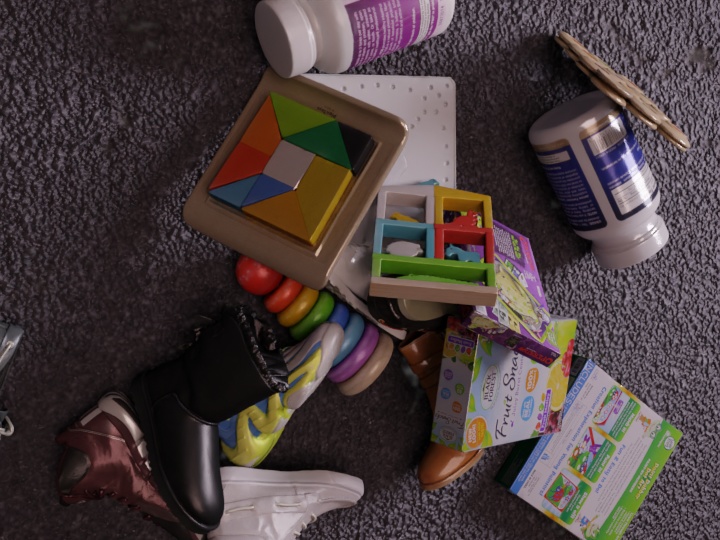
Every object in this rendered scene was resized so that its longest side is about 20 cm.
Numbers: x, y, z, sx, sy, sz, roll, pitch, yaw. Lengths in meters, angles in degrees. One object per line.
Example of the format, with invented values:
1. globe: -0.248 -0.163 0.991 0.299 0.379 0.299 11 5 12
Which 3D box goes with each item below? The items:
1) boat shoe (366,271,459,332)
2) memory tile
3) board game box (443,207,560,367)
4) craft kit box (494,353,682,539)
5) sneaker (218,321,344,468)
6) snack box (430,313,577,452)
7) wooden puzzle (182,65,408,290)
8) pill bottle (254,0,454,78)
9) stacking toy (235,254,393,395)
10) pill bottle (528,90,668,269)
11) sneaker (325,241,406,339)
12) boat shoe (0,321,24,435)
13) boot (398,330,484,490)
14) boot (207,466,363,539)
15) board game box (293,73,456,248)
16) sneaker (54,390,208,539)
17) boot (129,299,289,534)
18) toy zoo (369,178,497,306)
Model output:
1. boat shoe: 0.091 0.032 1.037 0.201 0.063 0.074 3 80 -45
2. memory tile: 0.307 -0.217 1.083 0.153 0.200 0.017 29 114 -21
3. board game box: 0.154 0.009 1.023 0.120 0.200 0.032 23 125 -19
4. craft kit box: 0.304 0.245 1.208 0.197 0.048 0.200 37 82 -19
5. sneaker: -0.106 0.117 0.987 0.105 0.076 0.200 37 104 6
6. snack box: 0.169 0.124 1.053 0.200 0.053 0.143 2 97 -46
7. wooden puzzle: -0.072 -0.104 0.960 0.185 0.037 0.200 26 83 18
8. pill bottle: -0.008 -0.279 0.982 0.200 0.112 0.113 -26 105 -21
9. stacking toy: -0.060 0.050 1.026 0.200 0.085 0.085 41 81 -14
10. pill bottle: 0.297 -0.109 1.126 0.116 0.116 0.200 -34 107 -15
11. sneaker: 0.000 0.000 1.031 0.200 0.076 0.081 37 88 -41
12. boat shoe: -0.376 0.147 0.909 0.062 0.073 0.201 7 88 -18
13. boot: 0.096 0.147 1.099 0.155 0.074 0.200 47 66 -20
14. boot: -0.082 0.275 1.014 0.199 0.074 0.096 9 58 -28
15. board game box: 0.017 -0.123 1.060 0.199 0.026 0.201 -4 97 -21
16. sneaker: -0.253 0.237 0.975 0.115 0.076 0.200 -32 96 -10
17. boot: -0.142 0.145 0.934 0.162 0.073 0.199 -33 65 16
18. toy zoo: 0.079 -0.040 0.993 0.131 0.200 0.021 6 130 1
